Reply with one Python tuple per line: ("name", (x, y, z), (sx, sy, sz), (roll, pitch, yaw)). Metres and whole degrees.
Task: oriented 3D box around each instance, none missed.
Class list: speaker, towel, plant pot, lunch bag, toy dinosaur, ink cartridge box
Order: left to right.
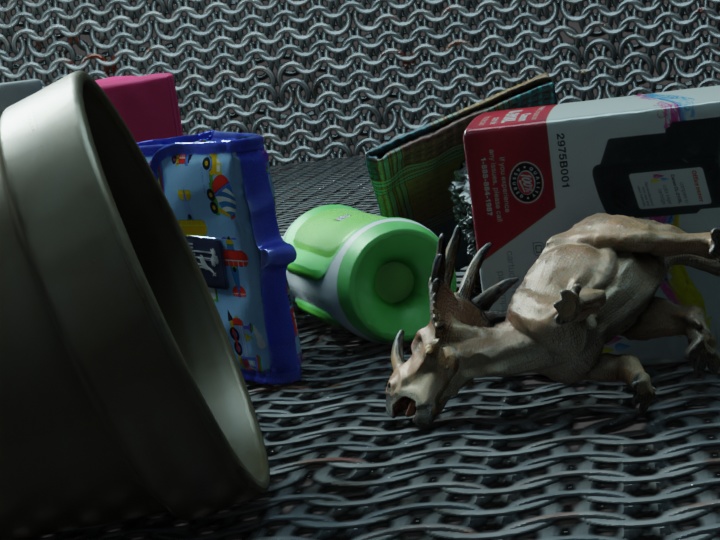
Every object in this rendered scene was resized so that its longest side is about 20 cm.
("plant pot", (-0.156, 0.038, 0.726), (0.173, 0.200, 0.200), (-23, 8, 0))
("lunch bag", (-0.087, -0.011, 1.066), (0.094, 0.151, 0.200), (-12, 8, -27))
("speaker", (0.000, 0.000, 1.155), (0.088, 0.089, 0.200), (-9, 8, -15))
("towel", (0.084, -0.059, 1.226), (0.146, 0.022, 0.200), (-25, -28, -3))
("toy dinosaur", (0.109, 0.009, 0.859), (0.200, 0.086, 0.135), (-26, 28, -27))
("ink cartridge box", (0.169, -0.026, 0.940), (0.199, 0.146, 0.083), (-6, 9, 13))

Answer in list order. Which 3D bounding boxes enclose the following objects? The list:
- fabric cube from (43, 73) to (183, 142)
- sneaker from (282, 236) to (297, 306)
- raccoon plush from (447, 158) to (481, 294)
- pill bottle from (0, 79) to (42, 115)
("fabric cube", (-0.290, -0.078, 1.605), (0.199, 0.197, 0.200), (-13, 10, -26))
("sneaker", (-0.116, 0.005, 1.262), (0.115, 0.075, 0.200), (-7, -11, 37))
("raccoon plush", (0.102, 0.006, 1.154), (0.096, 0.134, 0.200), (10, 44, 14))
("pill bottle", (-0.224, -0.010, 1.002), (0.113, 0.201, 0.113), (-7, 7, 1))
